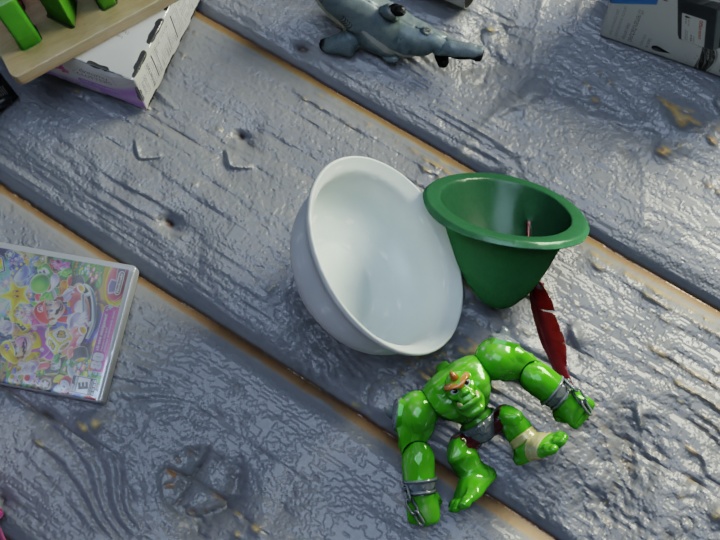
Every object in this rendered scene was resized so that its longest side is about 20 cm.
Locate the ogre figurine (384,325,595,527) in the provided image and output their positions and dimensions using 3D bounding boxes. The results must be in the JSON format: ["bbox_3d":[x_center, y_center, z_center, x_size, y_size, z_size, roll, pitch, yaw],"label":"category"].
[{"bbox_3d":[0.107,0.142,1.011,0.199,0.098,0.121,-34,88,17],"label":"ogre figurine"}]

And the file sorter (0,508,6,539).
[{"bbox_3d":[-0.426,0.230,0.936,0.200,0.125,0.139,45,76,-25],"label":"file sorter"}]

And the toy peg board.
[{"bbox_3d":[-0.318,-0.334,1.100,0.199,0.098,0.200,-30,73,-7],"label":"toy peg board"}]

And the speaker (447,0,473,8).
[{"bbox_3d":[0.045,-0.362,1.178,0.198,0.081,0.082,26,75,10],"label":"speaker"}]

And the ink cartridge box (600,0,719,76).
[{"bbox_3d":[0.362,-0.277,1.102,0.198,0.145,0.085,21,76,9],"label":"ink cartridge box"}]

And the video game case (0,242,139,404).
[{"bbox_3d":[-0.338,0.048,1.096,0.197,0.018,0.145,10,74,6],"label":"video game case"}]

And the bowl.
[{"bbox_3d":[0.000,0.000,1.038,0.090,0.200,0.203,-30,67,39],"label":"bowl"}]

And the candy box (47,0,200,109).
[{"bbox_3d":[-0.273,-0.300,1.176,0.166,0.072,0.202,20,74,8],"label":"candy box"}]

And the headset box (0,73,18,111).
[{"bbox_3d":[-0.503,-0.197,1.142,0.200,0.093,0.174,-42,76,-10],"label":"headset box"}]

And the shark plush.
[{"bbox_3d":[0.031,-0.255,1.142,0.199,0.083,0.091,35,77,12],"label":"shark plush"}]

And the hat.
[{"bbox_3d":[0.135,0.020,1.077,0.163,0.178,0.201,1,27,-13],"label":"hat"}]
